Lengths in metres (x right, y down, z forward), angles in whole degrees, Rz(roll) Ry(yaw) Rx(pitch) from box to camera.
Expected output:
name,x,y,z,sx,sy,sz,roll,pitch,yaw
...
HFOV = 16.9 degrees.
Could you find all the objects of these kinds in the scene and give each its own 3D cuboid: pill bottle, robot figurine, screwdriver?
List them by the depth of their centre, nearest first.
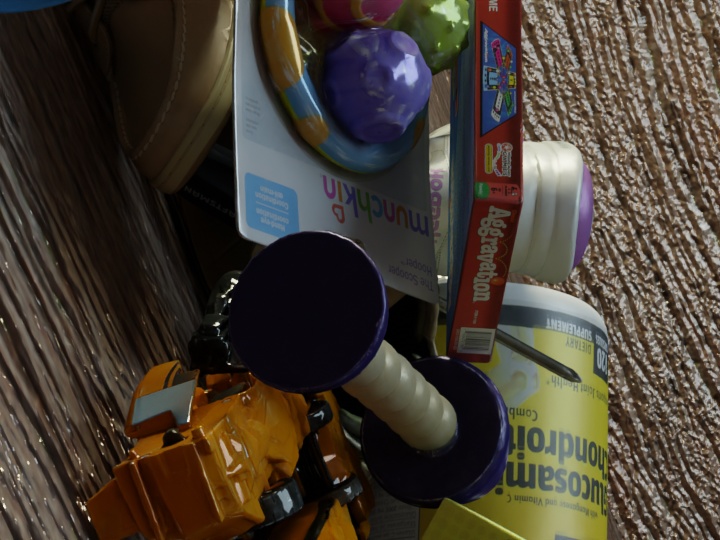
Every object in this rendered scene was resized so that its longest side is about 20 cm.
name,x,y,z,sx,sy,sz,roll,pitch,yaw
robot figurine,-0.036,0.080,0.819,0.200,0.058,0.146,-63,133,-79
screwdriver,0.000,0.000,0.986,0.199,0.029,0.028,33,20,3
pill bottle,0.052,0.114,1.061,0.112,0.111,0.201,51,38,-68

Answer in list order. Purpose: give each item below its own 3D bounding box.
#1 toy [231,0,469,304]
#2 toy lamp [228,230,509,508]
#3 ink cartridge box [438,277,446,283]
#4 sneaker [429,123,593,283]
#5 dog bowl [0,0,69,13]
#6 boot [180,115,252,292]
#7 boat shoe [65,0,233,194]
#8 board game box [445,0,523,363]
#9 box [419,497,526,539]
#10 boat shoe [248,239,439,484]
name,x,y,z,sx,sy,sz,roll,pitch,yaw
toy,0.004,-0.100,0.843,0.115,0.047,0.201,18,61,-50
toy lamp,0.010,0.041,0.826,0.200,0.058,0.059,46,25,-64
ink cartridge box,0.052,0.121,1.261,0.146,0.084,0.201,50,21,-70
sneaker,0.031,-0.036,1.057,0.200,0.099,0.075,-174,-92,-77
dog bowl,-0.119,-0.171,0.674,0.050,0.111,0.201,-112,178,-60
boot,-0.041,-0.057,1.093,0.155,0.072,0.201,46,27,-72
boat shoe,-0.088,-0.106,0.957,0.064,0.071,0.201,25,30,-25
board game box,0.046,-0.077,0.904,0.103,0.019,0.201,98,-5,-56
box,0.088,0.142,0.888,0.117,0.049,0.200,27,-5,28
boat shoe,-0.004,0.043,0.951,0.066,0.074,0.200,44,-20,26
